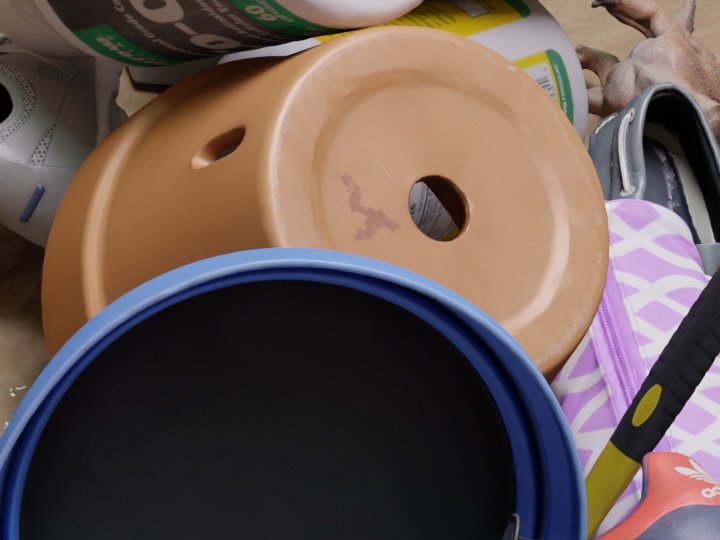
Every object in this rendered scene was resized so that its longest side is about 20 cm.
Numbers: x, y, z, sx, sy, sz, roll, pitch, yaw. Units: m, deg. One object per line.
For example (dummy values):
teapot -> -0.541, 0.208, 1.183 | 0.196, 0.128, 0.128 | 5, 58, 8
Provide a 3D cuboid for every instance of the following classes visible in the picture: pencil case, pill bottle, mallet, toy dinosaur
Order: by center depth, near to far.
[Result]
mallet -> 0.098, 0.077, 0.918 | 0.066, 0.200, 0.041 | 48, 22, 28
pill bottle -> -0.062, -0.137, 0.984 | 0.113, 0.113, 0.200 | -13, 5, -38
pencil case -> 0.115, 0.059, 1.011 | 0.084, 0.086, 0.200 | -17, 53, 1
pill bottle -> -0.002, -0.056, 1.122 | 0.113, 0.113, 0.200 | 39, 39, 26
toy dinosaur -> 0.160, -0.077, 1.263 | 0.135, 0.086, 0.200 | 34, 19, 4

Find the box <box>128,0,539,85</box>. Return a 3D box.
box -> -0.028, -0.192, 1.281 | 0.199, 0.131, 0.200 | 2, 38, -23

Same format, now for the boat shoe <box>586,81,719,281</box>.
boat shoe -> 0.136, 0.007, 1.112 | 0.073, 0.062, 0.200 | 7, 53, -19

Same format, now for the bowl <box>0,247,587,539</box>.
bowl -> -0.027, 0.086, 0.845 | 0.200, 0.201, 0.039 | 9, 15, -14

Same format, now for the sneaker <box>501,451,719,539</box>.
sneaker -> 0.048, 0.132, 0.820 | 0.075, 0.200, 0.085 | 29, 30, -50

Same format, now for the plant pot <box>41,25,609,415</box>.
plant pot -> 0.000, 0.000, 0.946 | 0.200, 0.140, 0.200 | 9, 68, -24

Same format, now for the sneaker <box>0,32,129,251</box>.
sneaker -> -0.146, -0.077, 1.082 | 0.082, 0.075, 0.200 | 24, 16, -28
